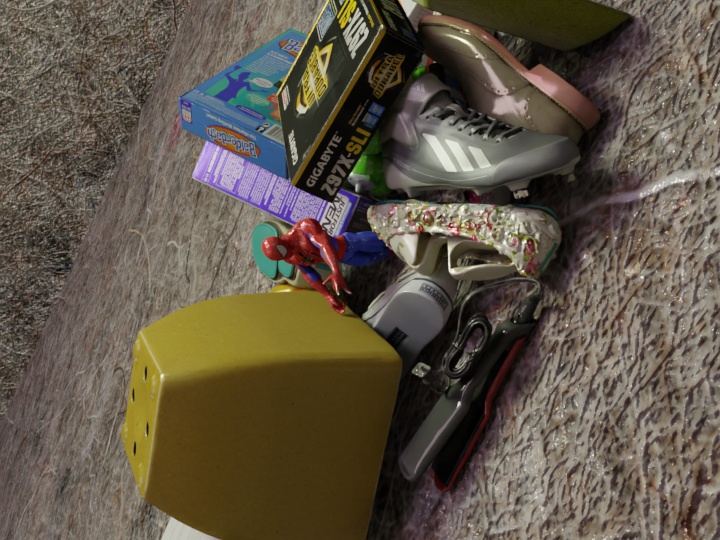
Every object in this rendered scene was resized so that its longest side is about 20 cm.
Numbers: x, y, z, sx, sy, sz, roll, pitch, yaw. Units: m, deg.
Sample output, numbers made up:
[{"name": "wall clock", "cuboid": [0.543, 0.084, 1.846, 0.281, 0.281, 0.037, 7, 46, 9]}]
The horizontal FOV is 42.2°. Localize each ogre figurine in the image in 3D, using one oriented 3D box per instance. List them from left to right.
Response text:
[{"name": "ogre figurine", "cuboid": [0.017, -0.162, 0.992, 0.201, 0.098, 0.120, -68, -7, 26]}]

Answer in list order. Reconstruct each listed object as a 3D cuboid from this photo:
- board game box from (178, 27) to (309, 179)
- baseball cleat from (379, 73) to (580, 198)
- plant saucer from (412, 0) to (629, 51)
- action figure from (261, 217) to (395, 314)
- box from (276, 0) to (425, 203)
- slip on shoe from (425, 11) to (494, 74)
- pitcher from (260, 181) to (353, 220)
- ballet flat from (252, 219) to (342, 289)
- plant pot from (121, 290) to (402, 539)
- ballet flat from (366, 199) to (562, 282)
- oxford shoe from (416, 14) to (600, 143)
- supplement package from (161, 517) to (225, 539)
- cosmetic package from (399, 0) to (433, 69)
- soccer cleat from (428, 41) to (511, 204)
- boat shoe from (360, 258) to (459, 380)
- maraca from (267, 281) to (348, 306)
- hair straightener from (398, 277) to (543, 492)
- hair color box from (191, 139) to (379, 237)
[{"name": "board game box", "cuboid": [-0.081, -0.194, 1.054, 0.200, 0.152, 0.045, -43, -30, -37]}, {"name": "baseball cleat", "cuboid": [0.083, -0.112, 0.762, 0.200, 0.070, 0.107, -2, 107, 45]}, {"name": "plant saucer", "cuboid": [0.106, -0.250, 0.835, 0.200, 0.199, 0.048, -122, 46, -61]}, {"name": "action figure", "cuboid": [0.000, 0.000, 0.875, 0.065, 0.199, 0.099, -47, 52, 41]}, {"name": "box", "cuboid": [-0.017, -0.179, 0.859, 0.160, 0.049, 0.200, -55, 25, 24]}, {"name": "slip on shoe", "cuboid": [0.095, -0.210, 0.977, 0.061, 0.074, 0.201, -30, 49, 58]}, {"name": "pitcher", "cuboid": [-0.039, -0.133, 1.154, 0.200, 0.121, 0.172, -49, 41, 15]}, {"name": "ballet flat", "cuboid": [-0.068, -0.015, 1.020, 0.070, 0.069, 0.200, -68, 22, 4]}, {"name": "plant pot", "cuboid": [-0.106, 0.129, 0.850, 0.195, 0.199, 0.195, -142, 61, -62]}, {"name": "ballet flat", "cuboid": [0.077, -0.025, 0.798, 0.199, 0.076, 0.064, 4, 68, 42]}, {"name": "oxford shoe", "cuboid": [0.108, -0.158, 0.808, 0.200, 0.071, 0.074, 41, 97, 35]}, {"name": "supplement package", "cuboid": [-0.101, 0.310, 0.873, 0.152, 0.150, 0.200, -65, 24, 7]}, {"name": "cosmetic package", "cuboid": [0.093, -0.327, 1.067, 0.200, 0.071, 0.102, -54, 28, 29]}, {"name": "soccer cleat", "cuboid": [0.122, -0.130, 0.860, 0.086, 0.070, 0.201, -17, 64, 11]}, {"name": "boat shoe", "cuboid": [0.039, 0.054, 0.901, 0.065, 0.074, 0.200, -53, 7, -37]}, {"name": "maraca", "cuboid": [-0.069, 0.060, 1.065, 0.137, 0.107, 0.200, -44, 16, 10]}, {"name": "hair straightener", "cuboid": [0.084, 0.089, 0.754, 0.200, 0.077, 0.041, -60, 29, 17]}, {"name": "hair color box", "cuboid": [-0.077, -0.088, 1.059, 0.065, 0.199, 0.109, -65, -19, 6]}]
